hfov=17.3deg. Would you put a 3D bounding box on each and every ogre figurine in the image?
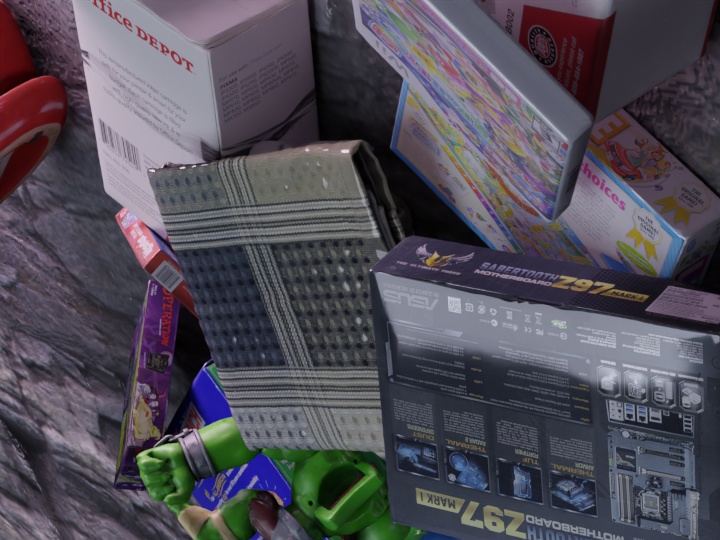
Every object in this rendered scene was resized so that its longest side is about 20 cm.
[{"bbox_3d":[-0.037,0.161,1.521,0.200,0.120,0.098,50,180,3],"label":"ogre figurine"}]

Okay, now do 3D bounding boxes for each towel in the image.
[{"bbox_3d":[-0.027,0.018,1.361,0.200,0.035,0.193,-2,112,49],"label":"towel"}]

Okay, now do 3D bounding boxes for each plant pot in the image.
[{"bbox_3d":[-0.324,-0.127,1.722,0.183,0.200,0.200,46,152,4],"label":"plant pot"}]

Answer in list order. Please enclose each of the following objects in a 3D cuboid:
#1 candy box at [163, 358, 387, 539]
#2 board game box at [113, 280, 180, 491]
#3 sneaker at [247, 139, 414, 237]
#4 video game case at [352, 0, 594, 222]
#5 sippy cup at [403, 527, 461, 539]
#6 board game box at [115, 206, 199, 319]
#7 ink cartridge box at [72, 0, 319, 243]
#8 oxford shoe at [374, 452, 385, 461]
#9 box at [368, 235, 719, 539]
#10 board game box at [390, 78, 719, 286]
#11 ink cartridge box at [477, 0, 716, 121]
[{"bbox_3d":[-0.044,0.157,1.667,0.200,0.077,0.169,52,154,10],"label":"candy box"},{"bbox_3d":[-0.155,0.087,1.719,0.200,0.032,0.120,123,149,-74],"label":"board game box"},{"bbox_3d":[0.000,0.000,1.437,0.081,0.075,0.200,-13,131,17],"label":"sneaker"},{"bbox_3d":[0.048,-0.093,1.103,0.143,0.018,0.200,45,176,8],"label":"video game case"},{"bbox_3d":[0.099,0.195,1.362,0.178,0.140,0.130,39,147,-18],"label":"sippy cup"},{"bbox_3d":[-0.111,0.008,1.569,0.103,0.019,0.200,44,180,-15],"label":"board game box"},{"bbox_3d":[-0.099,-0.108,1.473,0.147,0.083,0.200,37,147,35],"label":"ink cartridge box"},{"bbox_3d":[-0.018,0.050,1.530,0.200,0.058,0.075,50,178,10],"label":"oxford shoe"},{"bbox_3d":[0.105,0.074,1.221,0.200,0.051,0.158,10,120,30],"label":"box"},{"bbox_3d":[0.100,-0.049,1.253,0.200,0.034,0.134,46,151,23],"label":"board game box"},{"bbox_3d":[0.071,-0.186,1.086,0.200,0.083,0.147,44,151,27],"label":"ink cartridge box"}]
